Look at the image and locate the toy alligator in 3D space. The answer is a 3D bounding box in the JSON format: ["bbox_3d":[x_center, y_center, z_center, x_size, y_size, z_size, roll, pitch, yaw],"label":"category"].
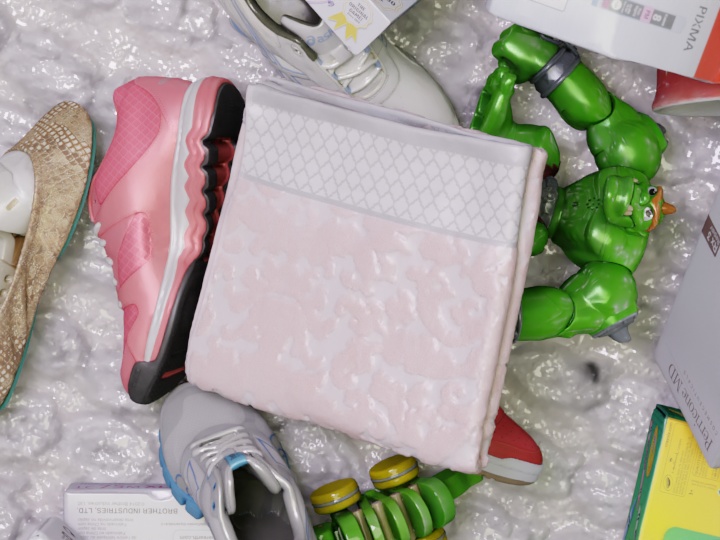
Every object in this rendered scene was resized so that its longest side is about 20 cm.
[{"bbox_3d":[-0.011,0.160,1.350,0.199,0.054,0.060,-22,98,-14],"label":"toy alligator"}]

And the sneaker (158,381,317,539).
[{"bbox_3d":[-0.066,0.122,1.310,0.075,0.200,0.087,-23,137,-12],"label":"sneaker"}]

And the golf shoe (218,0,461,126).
[{"bbox_3d":[-0.017,-0.124,1.335,0.200,0.097,0.078,44,91,-4],"label":"golf shoe"}]

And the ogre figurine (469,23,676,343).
[{"bbox_3d":[0.118,-0.042,1.338,0.119,0.098,0.201,17,51,-13],"label":"ogre figurine"}]

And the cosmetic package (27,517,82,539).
[{"bbox_3d":[-0.138,0.247,1.322,0.200,0.074,0.102,39,92,-1],"label":"cosmetic package"}]

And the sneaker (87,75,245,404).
[{"bbox_3d":[-0.126,-0.022,1.365,0.086,0.074,0.201,12,95,20],"label":"sneaker"}]

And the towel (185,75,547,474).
[{"bbox_3d":[0.000,0.000,1.293,0.199,0.032,0.192,16,99,29],"label":"towel"}]

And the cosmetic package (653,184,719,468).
[{"bbox_3d":[0.239,0.010,1.287,0.074,0.102,0.201,0,130,-20],"label":"cosmetic package"}]

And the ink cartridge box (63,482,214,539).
[{"bbox_3d":[-0.120,0.230,1.383,0.119,0.042,0.201,0,91,-1],"label":"ink cartridge box"}]

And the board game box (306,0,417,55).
[{"bbox_3d":[-0.031,-0.230,1.312,0.200,0.134,0.034,48,127,-3],"label":"board game box"}]

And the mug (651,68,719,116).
[{"bbox_3d":[0.248,-0.195,1.332,0.177,0.133,0.201,-2,89,-38],"label":"mug"}]

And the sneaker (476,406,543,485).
[{"bbox_3d":[0.041,0.039,1.357,0.200,0.071,0.113,31,96,0],"label":"sneaker"}]

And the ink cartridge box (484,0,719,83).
[{"bbox_3d":[0.185,-0.183,1.207,0.199,0.057,0.163,20,103,5],"label":"ink cartridge box"}]

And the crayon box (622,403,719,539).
[{"bbox_3d":[0.214,0.193,1.372,0.118,0.058,0.201,13,93,-1],"label":"crayon box"}]

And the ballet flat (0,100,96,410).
[{"bbox_3d":[-0.215,-0.009,1.350,0.065,0.070,0.201,15,93,-42],"label":"ballet flat"}]
